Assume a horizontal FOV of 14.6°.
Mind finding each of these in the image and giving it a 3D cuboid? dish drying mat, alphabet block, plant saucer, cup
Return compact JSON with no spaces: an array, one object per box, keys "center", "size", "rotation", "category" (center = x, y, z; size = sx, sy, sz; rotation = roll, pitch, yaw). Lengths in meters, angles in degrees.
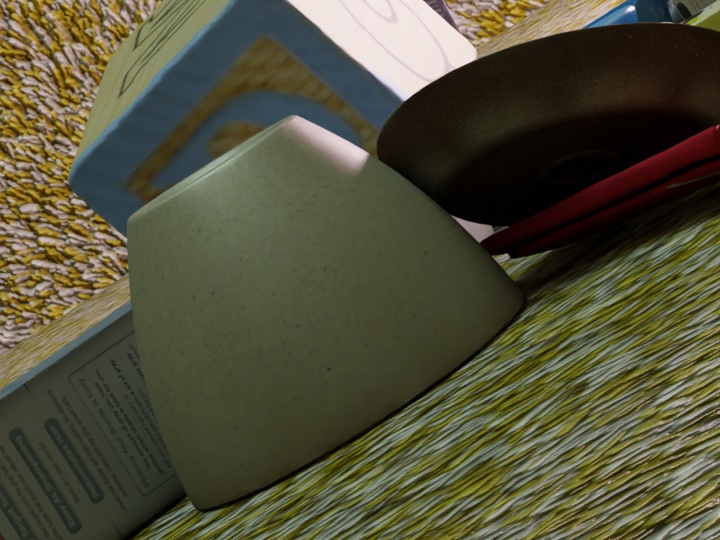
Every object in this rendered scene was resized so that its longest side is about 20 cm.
[{"center":[0.143,-0.040,1.400],"size":[0.077,0.018,0.200],"rotation":[-12,-8,-35],"category":"dish drying mat"},{"center":[-0.054,-0.102,1.856],"size":[0.196,0.195,0.200],"rotation":[-42,18,21],"category":"alphabet block"},{"center":[0.109,-0.066,1.446],"size":[0.200,0.037,0.200],"rotation":[-10,-21,-4],"category":"plant saucer"},{"center":[-0.038,0.007,1.431],"size":[0.200,0.143,0.200],"rotation":[-32,5,3],"category":"cup"}]

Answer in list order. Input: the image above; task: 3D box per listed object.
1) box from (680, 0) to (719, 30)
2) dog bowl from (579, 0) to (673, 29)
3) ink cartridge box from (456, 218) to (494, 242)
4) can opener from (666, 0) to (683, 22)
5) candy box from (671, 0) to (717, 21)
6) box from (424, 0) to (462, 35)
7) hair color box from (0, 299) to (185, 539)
[{"center":[0.230,-0.143,1.737],"size":[0.200,0.050,0.075],"rotation":[-31,6,9],"category":"box"},{"center":[0.145,-0.129,1.934],"size":[0.200,0.050,0.111],"rotation":[-36,5,-39],"category":"dog bowl"},{"center":[0.000,0.000,1.675],"size":[0.116,0.068,0.200],"rotation":[-31,4,18],"category":"ink cartridge box"},{"center":[0.265,-0.193,2.079],"size":[0.067,0.053,0.200],"rotation":[-66,12,-8],"category":"can opener"},{"center":[0.304,-0.220,1.890],"size":[0.200,0.072,0.168],"rotation":[-32,5,9],"category":"candy box"},{"center":[-0.002,-0.131,2.067],"size":[0.107,0.200,0.148],"rotation":[-27,-3,-42],"category":"box"},{"center":[-0.154,0.099,1.492],"size":[0.200,0.099,0.061],"rotation":[-36,7,-34],"category":"hair color box"}]
